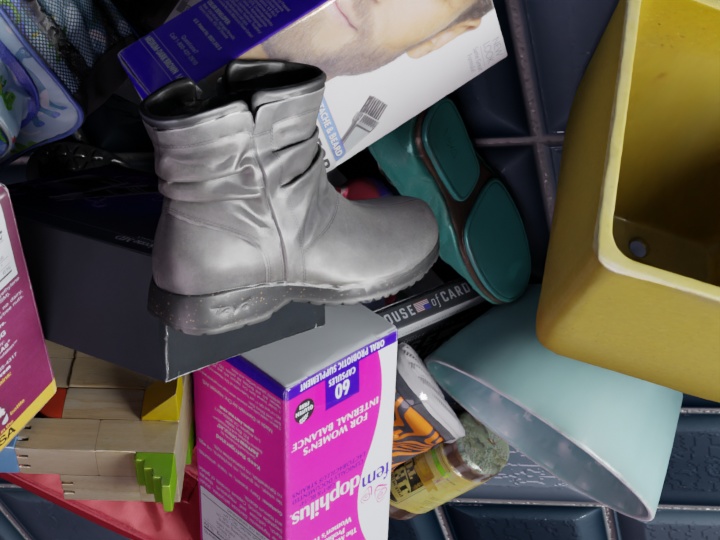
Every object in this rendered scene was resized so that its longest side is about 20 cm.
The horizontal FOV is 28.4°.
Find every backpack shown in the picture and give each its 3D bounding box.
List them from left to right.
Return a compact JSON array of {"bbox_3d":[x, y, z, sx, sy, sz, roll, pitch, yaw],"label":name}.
[{"bbox_3d":[-0.253,-0.150,0.822,0.182,0.147,0.201,-16,117,39],"label":"backpack"}]

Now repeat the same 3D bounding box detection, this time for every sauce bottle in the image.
[{"bbox_3d":[0.051,0.188,1.283,0.064,0.065,0.200,28,139,-22],"label":"sauce bottle"}]

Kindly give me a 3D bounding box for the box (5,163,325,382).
[{"bbox_3d":[-0.140,-0.006,0.886,0.199,0.141,0.080,14,113,36],"label":"box"}]

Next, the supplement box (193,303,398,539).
[{"bbox_3d":[-0.046,0.119,0.973,0.103,0.101,0.201,31,133,36],"label":"supplement box"}]

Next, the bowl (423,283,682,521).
[{"bbox_3d":[0.157,0.084,1.044,0.200,0.105,0.201,36,170,7],"label":"bowl"}]

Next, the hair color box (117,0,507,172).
[{"bbox_3d":[-0.022,-0.121,0.801,0.199,0.065,0.110,-35,139,-9],"label":"hair color box"}]

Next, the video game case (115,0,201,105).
[{"bbox_3d":[-0.123,-0.175,0.884,0.181,0.024,0.200,26,142,-20],"label":"video game case"}]

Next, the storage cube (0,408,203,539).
[{"bbox_3d":[-0.188,0.104,1.099,0.179,0.172,0.200,29,165,-17],"label":"storage cube"}]

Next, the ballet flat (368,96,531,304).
[{"bbox_3d":[0.057,-0.054,0.973,0.070,0.068,0.200,16,152,38],"label":"ballet flat"}]

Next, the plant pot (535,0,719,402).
[{"bbox_3d":[0.203,-0.021,0.868,0.194,0.196,0.200,17,152,-9],"label":"plant pot"}]

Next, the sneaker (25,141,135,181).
[{"bbox_3d":[-0.171,-0.019,1.062,0.199,0.072,0.083,32,142,-25],"label":"sneaker"}]

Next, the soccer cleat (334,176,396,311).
[{"bbox_3d":[0.000,0.000,1.023,0.076,0.067,0.201,-6,145,-23],"label":"soccer cleat"}]

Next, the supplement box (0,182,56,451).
[{"bbox_3d":[-0.262,0.020,0.802,0.130,0.103,0.201,29,146,19],"label":"supplement box"}]

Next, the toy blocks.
[{"bbox_3d":[-0.179,0.075,0.940,0.135,0.201,0.100,2,134,0],"label":"toy blocks"}]

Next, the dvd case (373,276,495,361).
[{"bbox_3d":[0.018,0.074,1.093,0.149,0.025,0.200,-21,159,-29],"label":"dvd case"}]

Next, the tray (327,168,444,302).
[{"bbox_3d":[-0.018,-0.009,1.076,0.107,0.022,0.200,-16,136,33],"label":"tray"}]

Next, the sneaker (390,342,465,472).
[{"bbox_3d":[0.014,0.122,1.046,0.112,0.078,0.200,-32,162,-2],"label":"sneaker"}]

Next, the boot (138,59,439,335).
[{"bbox_3d":[-0.027,-0.049,0.766,0.070,0.199,0.133,27,122,39],"label":"boot"}]
